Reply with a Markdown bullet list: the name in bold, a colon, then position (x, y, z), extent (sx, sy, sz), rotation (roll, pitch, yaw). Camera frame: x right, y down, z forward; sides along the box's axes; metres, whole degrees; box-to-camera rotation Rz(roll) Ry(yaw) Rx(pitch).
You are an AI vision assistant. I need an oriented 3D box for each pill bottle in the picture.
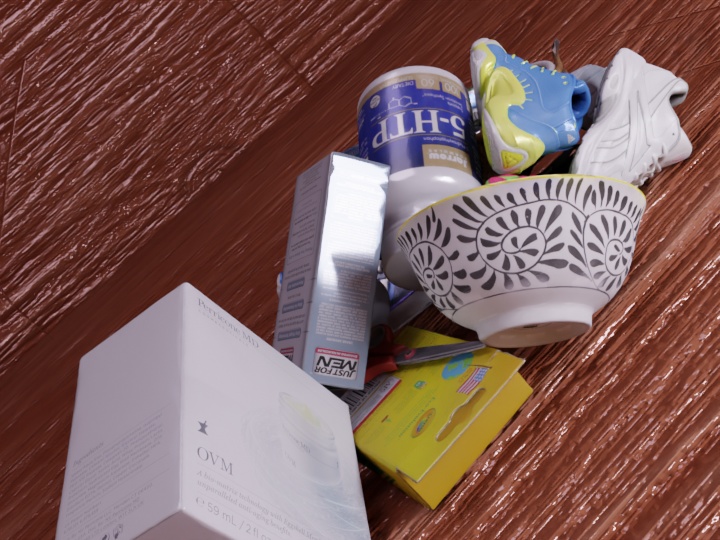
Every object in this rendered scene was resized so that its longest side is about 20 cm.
- **pill bottle**: position (0.060, -0.088, 0.865), extent (0.119, 0.119, 0.201), rotation (-28, 51, 34)

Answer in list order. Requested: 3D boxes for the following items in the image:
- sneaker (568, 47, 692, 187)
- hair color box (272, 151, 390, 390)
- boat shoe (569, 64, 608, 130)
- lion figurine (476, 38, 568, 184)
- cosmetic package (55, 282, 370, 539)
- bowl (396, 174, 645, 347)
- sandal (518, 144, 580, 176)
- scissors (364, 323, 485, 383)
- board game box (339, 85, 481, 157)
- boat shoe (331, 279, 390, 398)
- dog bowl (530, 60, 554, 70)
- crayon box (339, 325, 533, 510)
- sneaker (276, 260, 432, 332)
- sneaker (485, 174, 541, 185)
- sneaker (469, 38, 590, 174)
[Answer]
- **sneaker**: position (0.252, -0.109, 0.818), extent (0.078, 0.099, 0.201), rotation (61, -130, -73)
- **hair color box**: position (-0.029, 0.005, 0.799), extent (0.099, 0.060, 0.201), rotation (162, 118, -67)
- **boat shoe**: position (0.254, -0.182, 0.957), extent (0.062, 0.072, 0.200), rotation (-32, -3, 39)
- **lion figurine**: position (0.164, -0.159, 0.948), extent (0.201, 0.072, 0.123), rotation (-61, 1, 14)
- **cosmetic package**: position (-0.098, 0.154, 0.641), extent (0.123, 0.199, 0.200), rotation (-35, 38, 17)
- **bowl**: position (0.133, 0.006, 0.704), extent (0.200, 0.200, 0.095), rotation (-23, 66, 44)
- **sandal**: position (0.188, -0.091, 0.956), extent (0.200, 0.043, 0.076), rotation (-32, 20, 26)
- **scissors**: position (0.034, 0.080, 0.764), extent (0.073, 0.014, 0.200), rotation (-46, 20, -18)
- **board game box**: position (0.076, -0.161, 1.081), extent (0.199, 0.062, 0.200), rotation (-28, 8, -10)
- **boat shoe**: position (-0.036, 0.096, 0.888), extent (0.200, 0.073, 0.068), rotation (-69, 21, -1)
- **dog bowl**: position (0.195, -0.200, 1.170), extent (0.200, 0.059, 0.200), rotation (-37, 19, 15)
- **crayon box**: position (0.055, 0.118, 0.733), extent (0.127, 0.051, 0.200), rotation (-46, 18, -13)
- **sneaker**: position (0.000, 0.000, 0.941), extent (0.200, 0.147, 0.081), rotation (-38, -7, 18)
- **sneaker**: position (0.153, -0.045, 0.822), extent (0.076, 0.084, 0.200), rotation (2, 3, 12)
- **sneaker**: position (0.166, -0.167, 0.863), extent (0.104, 0.076, 0.201), rotation (-10, 45, 9)
